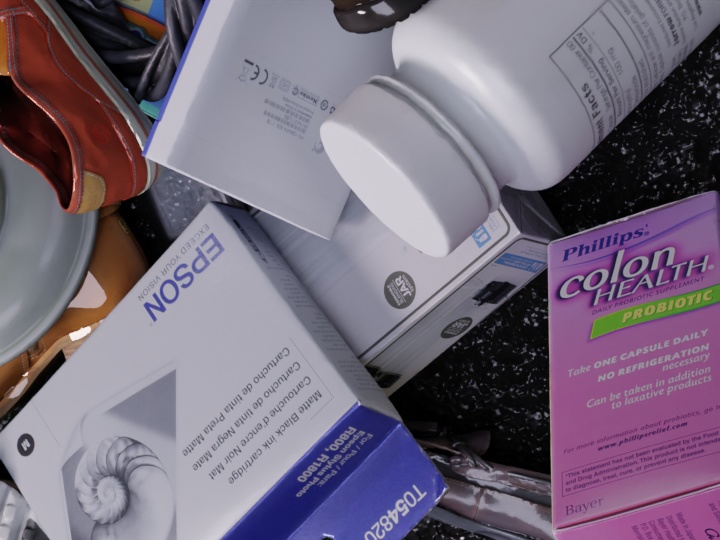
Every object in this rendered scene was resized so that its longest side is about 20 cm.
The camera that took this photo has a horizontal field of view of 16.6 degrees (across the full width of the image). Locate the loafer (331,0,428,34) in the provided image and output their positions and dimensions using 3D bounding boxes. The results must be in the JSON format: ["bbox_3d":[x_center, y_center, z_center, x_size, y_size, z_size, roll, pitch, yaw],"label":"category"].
[{"bbox_3d":[0.046,-0.203,1.203,0.073,0.200,0.071,1,136,54],"label":"loafer"}]

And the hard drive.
[{"bbox_3d":[-0.023,-0.128,1.238,0.025,0.132,0.201,21,88,41],"label":"hard drive"}]

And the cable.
[{"bbox_3d":[-0.131,-0.175,1.244,0.163,0.051,0.201,23,131,30],"label":"cable"}]

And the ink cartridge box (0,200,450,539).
[{"bbox_3d":[-0.079,0.102,1.296,0.200,0.041,0.200,-47,65,18],"label":"ink cartridge box"}]

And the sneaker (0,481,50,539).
[{"bbox_3d":[-0.254,0.127,1.369,0.199,0.081,0.075,23,93,-2],"label":"sneaker"}]

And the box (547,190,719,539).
[{"bbox_3d":[0.170,0.098,1.227,0.096,0.200,0.176,-18,129,18],"label":"box"}]

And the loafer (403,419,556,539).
[{"bbox_3d":[0.076,0.117,1.364,0.199,0.072,0.063,24,92,6],"label":"loafer"}]

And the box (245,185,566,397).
[{"bbox_3d":[0.000,0.000,1.317,0.200,0.060,0.117,-39,67,22],"label":"box"}]

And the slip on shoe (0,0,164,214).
[{"bbox_3d":[-0.186,-0.109,1.283,0.200,0.061,0.074,48,146,10],"label":"slip on shoe"}]

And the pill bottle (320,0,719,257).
[{"bbox_3d":[0.080,-0.105,1.212,0.200,0.114,0.114,-44,94,-13],"label":"pill bottle"}]

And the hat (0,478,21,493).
[{"bbox_3d":[-0.220,0.216,1.404,0.200,0.081,0.201,1,84,-14],"label":"hat"}]

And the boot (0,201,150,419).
[{"bbox_3d":[-0.214,0.009,1.396,0.199,0.074,0.155,-13,101,11],"label":"boot"}]

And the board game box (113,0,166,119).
[{"bbox_3d":[-0.100,-0.187,1.313,0.152,0.045,0.200,28,111,3],"label":"board game box"}]

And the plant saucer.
[{"bbox_3d":[-0.242,-0.037,1.323,0.199,0.050,0.201,0,90,3],"label":"plant saucer"}]
